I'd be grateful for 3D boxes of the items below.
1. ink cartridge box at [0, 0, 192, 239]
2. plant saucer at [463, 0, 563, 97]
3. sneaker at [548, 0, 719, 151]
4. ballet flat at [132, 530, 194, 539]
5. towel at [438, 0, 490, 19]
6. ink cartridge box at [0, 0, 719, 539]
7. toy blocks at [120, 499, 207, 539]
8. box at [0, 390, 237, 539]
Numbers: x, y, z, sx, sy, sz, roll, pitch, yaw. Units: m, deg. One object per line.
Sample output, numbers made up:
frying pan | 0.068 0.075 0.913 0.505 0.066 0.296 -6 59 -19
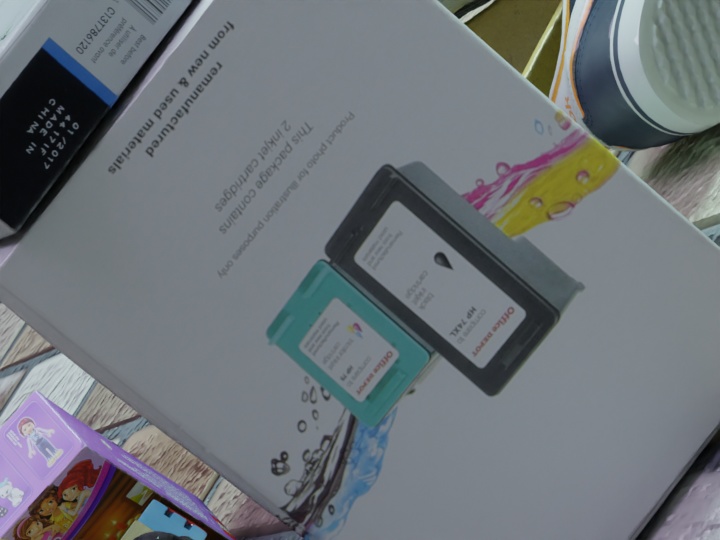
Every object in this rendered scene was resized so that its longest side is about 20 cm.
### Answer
ink cartridge box | -0.115 -0.050 0.808 0.100 0.039 0.200 -55 16 -15
plant saucer | 0.026 -0.022 1.087 0.200 0.048 0.201 -30 27 55
sneaker | 0.124 -0.131 0.980 0.079 0.078 0.201 -21 34 56
ballet flat | -0.025 0.107 0.795 0.200 0.066 0.057 19 -106 -75
towel | 0.061 -0.132 1.122 0.199 0.035 0.193 -35 -2 9
ink cartridge box | 0.000 0.000 0.814 0.146 0.200 0.147 -51 15 -1
toy blocks | -0.101 0.167 0.976 0.201 0.100 0.137 -58 0 17
box | -0.151 0.153 1.038 0.200 0.137 0.039 -48 56 0
